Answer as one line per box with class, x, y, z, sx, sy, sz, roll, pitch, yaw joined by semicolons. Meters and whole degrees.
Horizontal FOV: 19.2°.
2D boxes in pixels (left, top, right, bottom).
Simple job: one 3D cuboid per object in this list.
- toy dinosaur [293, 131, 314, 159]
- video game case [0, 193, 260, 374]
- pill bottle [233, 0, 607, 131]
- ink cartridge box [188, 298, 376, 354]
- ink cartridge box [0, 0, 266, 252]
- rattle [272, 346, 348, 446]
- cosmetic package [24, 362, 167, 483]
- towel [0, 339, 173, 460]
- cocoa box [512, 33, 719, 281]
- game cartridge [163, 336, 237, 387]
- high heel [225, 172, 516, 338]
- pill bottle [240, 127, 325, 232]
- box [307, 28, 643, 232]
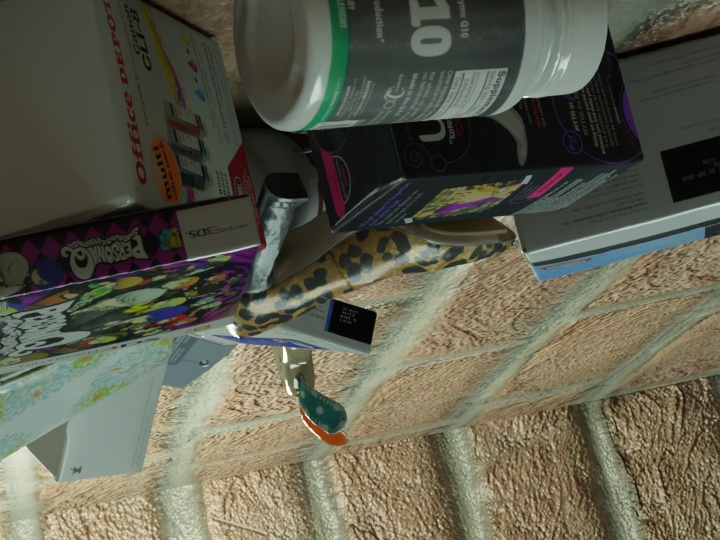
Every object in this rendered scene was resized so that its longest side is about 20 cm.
toy dinosaur;0.046;-0.100;1.565;0.077;0.102;0.200;-61;161;20
video game case;-0.156;0.013;1.236;0.181;0.036;0.200;-12;168;-12
pill bottle;0.036;-0.144;1.239;0.199;0.114;0.113;-7;167;-27
ink cartridge box;-0.087;0.035;1.673;0.099;0.039;0.200;17;169;-39
ink cartridge box;-0.170;-0.072;1.269;0.144;0.146;0.200;-17;168;18
rattle;-0.099;0.066;1.836;0.142;0.201;0.130;-10;-178;-26
cosmetic package;-0.248;0.074;1.708;0.085;0.108;0.200;-3;-151;-40
towel;-0.203;0.064;1.455;0.171;0.048;0.200;-27;167;-17
cocoa box;0.212;-0.085;1.649;0.199;0.134;0.131;-15;169;7
game cartridge;-0.146;0.025;1.752;0.133;0.041;0.200;13;137;-30
high heel;0.000;0.000;1.505;0.199;0.072;0.143;7;132;-21
pill bottle;-0.057;-0.048;1.586;0.112;0.113;0.200;-20;166;32
box;0.072;-0.105;1.434;0.199;0.123;0.106;-5;164;-32
